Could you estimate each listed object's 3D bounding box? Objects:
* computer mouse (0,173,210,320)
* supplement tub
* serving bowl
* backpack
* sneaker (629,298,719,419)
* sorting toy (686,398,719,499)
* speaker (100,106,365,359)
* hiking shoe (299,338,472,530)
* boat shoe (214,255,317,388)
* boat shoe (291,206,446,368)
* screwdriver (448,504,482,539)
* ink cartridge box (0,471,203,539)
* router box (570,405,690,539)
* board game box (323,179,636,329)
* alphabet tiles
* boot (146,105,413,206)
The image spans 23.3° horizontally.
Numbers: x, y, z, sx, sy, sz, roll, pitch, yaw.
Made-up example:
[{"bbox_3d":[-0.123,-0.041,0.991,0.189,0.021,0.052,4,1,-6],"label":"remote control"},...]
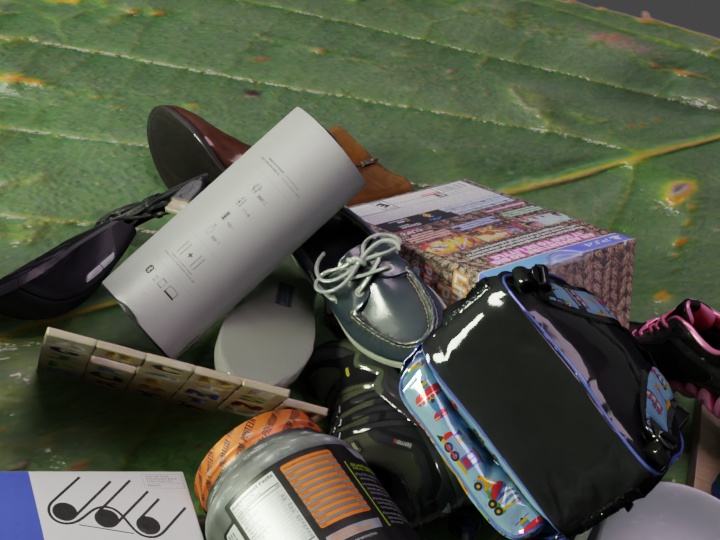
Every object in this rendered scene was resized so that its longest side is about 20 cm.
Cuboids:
[{"bbox_3d":[-0.189,-0.013,1.334,0.046,0.140,0.200,64,33,-10],"label":"computer mouse"},{"bbox_3d":[-0.022,0.194,1.146,0.122,0.123,0.200,-8,46,-36],"label":"supplement tub"},{"bbox_3d":[0.232,0.253,1.242,0.199,0.066,0.201,21,44,-21],"label":"serving bowl"},{"bbox_3d":[0.138,0.090,1.224,0.183,0.134,0.200,53,16,10],"label":"backpack"},{"bbox_3d":[0.268,0.059,1.453,0.200,0.096,0.079,14,40,44],"label":"sneaker"},{"bbox_3d":[0.376,0.173,1.435,0.199,0.070,0.199,23,36,0],"label":"sorting toy"},{"bbox_3d":[-0.092,-0.028,1.290,0.200,0.081,0.081,-43,63,-6],"label":"speaker"},{"bbox_3d":[-0.001,0.122,1.286,0.100,0.076,0.200,-29,40,-23],"label":"hiking shoe"},{"bbox_3d":[-0.073,0.056,1.338,0.070,0.072,0.201,21,28,-2],"label":"boat shoe"},{"bbox_3d":[0.000,0.000,1.313,0.075,0.062,0.200,-35,45,-4],"label":"boat shoe"},{"bbox_3d":[0.077,0.192,1.222,0.029,0.028,0.200,-3,12,0],"label":"screwdriver"},{"bbox_3d":[-0.203,0.178,1.134,0.199,0.044,0.094,3,39,-26],"label":"ink cartridge box"},{"bbox_3d":[0.159,0.127,1.378,0.149,0.051,0.200,34,31,15],"label":"router box"},{"bbox_3d":[0.093,0.008,1.404,0.159,0.097,0.200,-15,26,-38],"label":"board game box"},{"bbox_3d":[-0.127,0.081,1.225,0.199,0.167,0.008,16,76,-9],"label":"alphabet tiles"},{"bbox_3d":[-0.069,-0.102,1.548,0.188,0.069,0.200,36,37,18],"label":"boot"}]
